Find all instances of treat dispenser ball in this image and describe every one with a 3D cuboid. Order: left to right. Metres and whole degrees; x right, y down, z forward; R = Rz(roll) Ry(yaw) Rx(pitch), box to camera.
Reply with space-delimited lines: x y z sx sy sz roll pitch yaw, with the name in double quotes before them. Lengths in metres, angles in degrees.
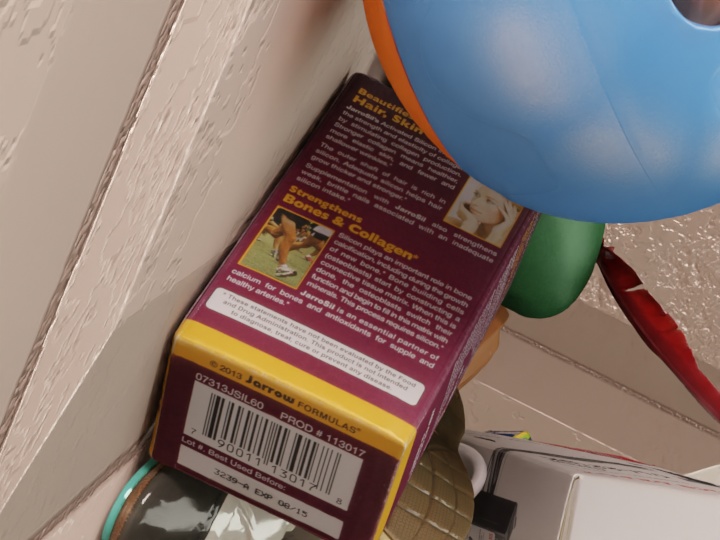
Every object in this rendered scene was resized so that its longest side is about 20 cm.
"treat dispenser ball" 0.099 -0.119 0.781 0.202 0.200 0.201 -63 174 -12

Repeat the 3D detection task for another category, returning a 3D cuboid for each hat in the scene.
"hat" 0.106 0.012 1.173 0.200 0.165 0.177 -124 -165 -68

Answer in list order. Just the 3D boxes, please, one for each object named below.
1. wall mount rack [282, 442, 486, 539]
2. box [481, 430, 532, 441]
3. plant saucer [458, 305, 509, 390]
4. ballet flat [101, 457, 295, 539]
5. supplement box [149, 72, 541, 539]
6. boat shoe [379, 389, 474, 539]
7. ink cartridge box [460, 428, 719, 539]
"wall mount rack" -0.029 0.148 1.069 0.174 0.199 0.075 -130 -158 -61
"box" 0.018 0.165 1.184 0.199 0.070 0.064 -25 -176 -18
"plant saucer" 0.006 0.082 1.196 0.200 0.032 0.200 -35 -178 2
"ballet flat" -0.061 0.103 0.968 0.068 0.068 0.200 -63 174 14
"supplement box" 0.000 0.015 0.914 0.200 0.110 0.086 -58 170 -44
"boat shoe" 0.010 0.099 0.990 0.067 0.072 0.200 -40 -165 16
"ink cartridge box" 0.122 0.143 1.077 0.200 0.143 0.084 -169 -90 -68
